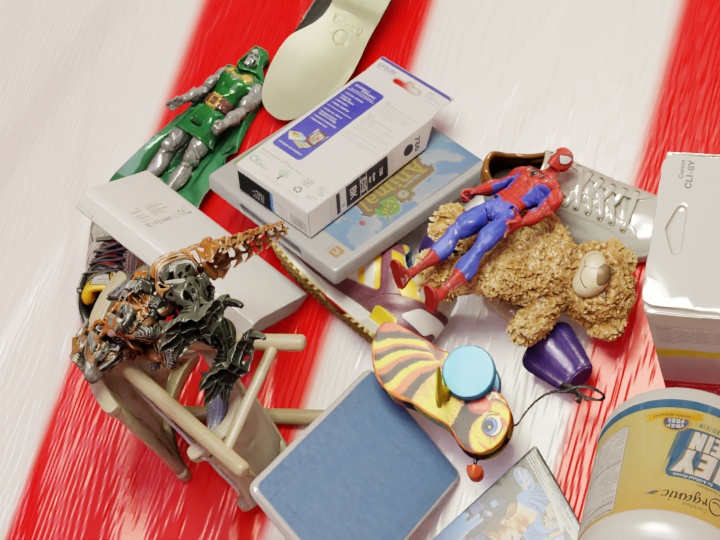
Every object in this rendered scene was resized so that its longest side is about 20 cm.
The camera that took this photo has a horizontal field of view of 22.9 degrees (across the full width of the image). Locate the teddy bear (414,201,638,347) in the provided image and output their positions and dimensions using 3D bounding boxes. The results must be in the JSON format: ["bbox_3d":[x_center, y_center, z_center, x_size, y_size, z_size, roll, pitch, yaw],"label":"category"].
[{"bbox_3d":[0.146,-0.004,1.571,0.199,0.067,0.145,28,54,18],"label":"teddy bear"}]

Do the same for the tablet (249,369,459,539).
[{"bbox_3d":[-0.001,0.181,1.521,0.130,0.014,0.200,50,43,-2],"label":"tablet"}]

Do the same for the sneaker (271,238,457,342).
[{"bbox_3d":[0.000,0.000,1.665,0.200,0.075,0.090,41,82,19],"label":"sneaker"}]

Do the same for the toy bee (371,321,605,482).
[{"bbox_3d":[0.091,0.120,1.537,0.199,0.131,0.109,12,74,35],"label":"toy bee"}]

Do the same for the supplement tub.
[{"bbox_3d":[0.247,0.208,1.420,0.144,0.145,0.200,2,41,17],"label":"supplement tub"}]

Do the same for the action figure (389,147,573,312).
[{"bbox_3d":[0.116,-0.046,1.547,0.200,0.052,0.065,-38,52,-25],"label":"action figure"}]

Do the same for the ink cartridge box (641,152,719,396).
[{"bbox_3d":[0.296,0.010,1.499,0.083,0.200,0.146,5,68,18],"label":"ink cartridge box"}]

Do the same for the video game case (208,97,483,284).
[{"bbox_3d":[-0.012,-0.090,1.686,0.200,0.022,0.182,-35,54,-27],"label":"video game case"}]

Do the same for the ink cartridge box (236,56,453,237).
[{"bbox_3d":[-0.012,-0.118,1.672,0.099,0.039,0.200,35,59,31],"label":"ink cartridge box"}]

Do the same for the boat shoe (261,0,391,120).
[{"bbox_3d":[-0.027,-0.235,1.784,0.073,0.063,0.202,35,92,-5],"label":"boat shoe"}]

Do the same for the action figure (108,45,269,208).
[{"bbox_3d":[-0.157,-0.146,1.786,0.118,0.055,0.200,30,73,28],"label":"action figure"}]

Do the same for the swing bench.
[{"bbox_3d":[-0.132,0.120,1.574,0.199,0.199,0.130,18,73,23],"label":"swing bench"}]

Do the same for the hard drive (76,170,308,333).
[{"bbox_3d":[-0.154,-0.017,1.657,0.200,0.132,0.027,37,111,10],"label":"hard drive"}]

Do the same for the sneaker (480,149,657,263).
[{"bbox_3d":[0.199,-0.062,1.626,0.199,0.085,0.073,14,69,20],"label":"sneaker"}]

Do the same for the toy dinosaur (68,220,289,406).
[{"bbox_3d":[-0.149,0.025,1.462,0.200,0.102,0.136,-52,44,13],"label":"toy dinosaur"}]

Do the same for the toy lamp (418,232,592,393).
[{"bbox_3d":[0.133,0.032,1.617,0.058,0.058,0.200,-42,63,-5],"label":"toy lamp"}]

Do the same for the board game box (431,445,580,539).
[{"bbox_3d":[0.113,0.286,1.507,0.199,0.062,0.201,-29,62,3],"label":"board game box"}]

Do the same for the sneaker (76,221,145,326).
[{"bbox_3d":[-0.232,0.011,1.718,0.077,0.082,0.201,-12,63,10],"label":"sneaker"}]
